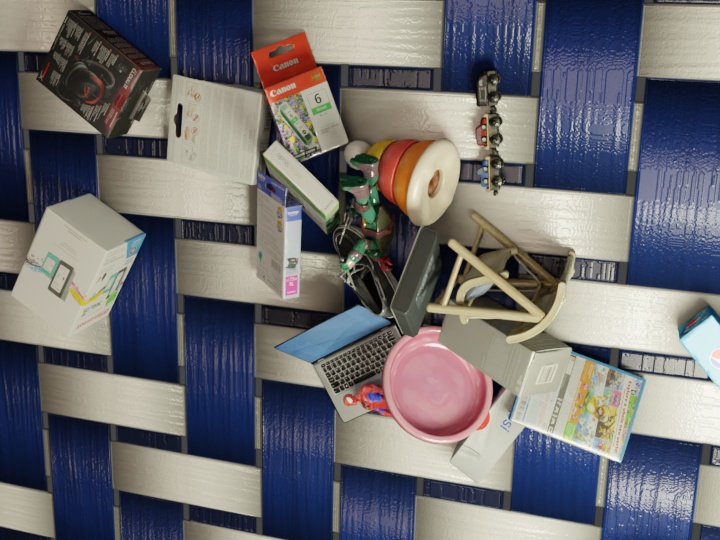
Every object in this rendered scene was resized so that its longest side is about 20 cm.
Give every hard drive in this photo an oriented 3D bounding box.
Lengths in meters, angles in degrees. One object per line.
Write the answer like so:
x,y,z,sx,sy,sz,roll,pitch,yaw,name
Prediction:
0.095,0.023,1.529,0.032,0.200,0.142,19,79,12,hard drive

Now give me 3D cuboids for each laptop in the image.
-0.016,0.170,1.670,0.185,0.116,0.203,-26,95,22,laptop

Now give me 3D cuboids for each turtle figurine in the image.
0.008,-0.078,1.535,0.098,0.151,0.203,-4,127,2,turtle figurine

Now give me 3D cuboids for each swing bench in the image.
0.232,0.018,1.506,0.196,0.199,0.132,22,110,12,swing bench

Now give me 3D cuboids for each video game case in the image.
0.361,0.216,1.566,0.196,0.018,0.146,20,83,3,video game case

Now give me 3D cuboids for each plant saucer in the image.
0.128,0.199,1.617,0.200,0.201,0.051,40,155,4,plant saucer

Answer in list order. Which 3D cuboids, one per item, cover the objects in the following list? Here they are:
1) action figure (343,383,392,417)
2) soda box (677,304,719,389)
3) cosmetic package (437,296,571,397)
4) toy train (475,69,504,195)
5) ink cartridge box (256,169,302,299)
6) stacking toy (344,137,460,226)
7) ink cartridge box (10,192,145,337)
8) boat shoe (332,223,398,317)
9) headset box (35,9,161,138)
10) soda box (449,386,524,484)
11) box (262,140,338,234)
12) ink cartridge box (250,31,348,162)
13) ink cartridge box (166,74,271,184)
0.065,0.235,1.677,0.195,0.052,0.066,3,132,10,action figure
0.596,0.158,1.496,0.068,0.064,0.201,-41,89,22,soda box
0.232,0.121,1.537,0.199,0.105,0.092,35,117,41,cosmetic package
0.209,-0.224,1.540,0.045,0.034,0.205,1,104,21,toy train
-0.144,-0.065,1.648,0.119,0.041,0.205,35,129,53,ink cartridge box
0.057,-0.173,1.574,0.198,0.145,0.149,25,111,31,stacking toy
-0.532,-0.012,1.775,0.145,0.147,0.202,34,112,6,ink cartridge box
0.000,0.000,1.612,0.072,0.067,0.202,-50,60,33,boat shoe
-0.468,-0.350,1.705,0.199,0.075,0.150,38,112,6,headset box
0.239,0.272,1.640,0.068,0.063,0.202,36,111,5,soda box
-0.096,-0.135,1.578,0.144,0.200,0.036,44,86,3,box
-0.104,-0.293,1.595,0.107,0.050,0.204,-21,98,-4,ink cartridge box
-0.253,-0.255,1.685,0.196,0.047,0.164,17,109,25,ink cartridge box
